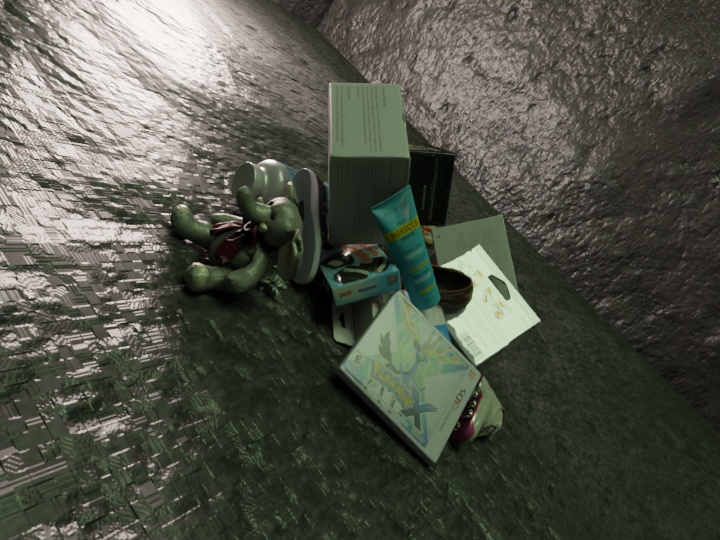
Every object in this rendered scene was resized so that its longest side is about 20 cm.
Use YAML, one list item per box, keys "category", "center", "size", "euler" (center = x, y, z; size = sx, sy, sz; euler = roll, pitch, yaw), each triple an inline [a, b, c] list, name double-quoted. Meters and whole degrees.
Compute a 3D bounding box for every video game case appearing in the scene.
- category: "video game case"
  center: [0.080, 0.157, 0.873]
  size: [0.200, 0.022, 0.183]
  euler: [44, 52, -4]

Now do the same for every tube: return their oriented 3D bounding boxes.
- category: "tube"
  center: [0.080, -0.031, 0.933]
  size: [0.050, 0.077, 0.203]
  euler: [24, -38, 57]

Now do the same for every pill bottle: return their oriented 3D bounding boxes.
- category: "pill bottle"
  center: [-0.140, -0.136, 1.058]
  size: [0.198, 0.111, 0.112]
  euler: [15, 33, -48]

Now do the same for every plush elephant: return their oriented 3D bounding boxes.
- category: "plush elephant"
  center: [-0.152, -0.052, 0.819]
  size: [0.198, 0.156, 0.166]
  euler: [24, 27, -36]

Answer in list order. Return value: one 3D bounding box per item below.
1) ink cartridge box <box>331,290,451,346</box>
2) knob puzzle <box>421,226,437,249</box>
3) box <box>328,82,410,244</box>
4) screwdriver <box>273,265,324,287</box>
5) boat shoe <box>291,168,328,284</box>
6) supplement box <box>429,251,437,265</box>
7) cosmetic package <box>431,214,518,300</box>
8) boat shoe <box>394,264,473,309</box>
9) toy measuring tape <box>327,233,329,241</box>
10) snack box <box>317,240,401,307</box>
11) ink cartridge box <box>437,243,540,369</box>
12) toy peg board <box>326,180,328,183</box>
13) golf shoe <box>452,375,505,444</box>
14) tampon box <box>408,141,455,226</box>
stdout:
- category: "ink cartridge box"
  center: [0.052, 0.088, 0.971]
  size: [0.196, 0.067, 0.117]
  euler: [21, 33, -21]
- category: "knob puzzle"
  center: [0.085, -0.087, 1.258]
  size: [0.214, 0.031, 0.221]
  euler: [15, 26, -7]
- category: "box"
  center: [0.007, -0.183, 0.986]
  size: [0.127, 0.202, 0.202]
  euler: [0, 50, -3]
- category: "screwdriver"
  center: [-0.066, 0.023, 1.003]
  size: [0.198, 0.029, 0.028]
  euler: [28, 24, -33]
- category: "boat shoe"
  center: [-0.085, -0.073, 0.986]
  size: [0.066, 0.069, 0.205]
  euler: [18, 62, -51]
- category: "supplement box"
  center: [0.203, 0.069, 1.238]
  size: [0.200, 0.127, 0.073]
  euler: [47, 24, 16]
- category: "cosmetic package"
  center: [0.233, 0.003, 1.156]
  size: [0.052, 0.147, 0.205]
  euler: [60, 20, -80]
- category: "boat shoe"
  center: [0.113, 0.016, 1.037]
  size: [0.195, 0.072, 0.077]
  euler: [6, 62, -1]
- category: "toy measuring tape"
  center: [0.000, 0.000, 1.105]
  size: [0.201, 0.074, 0.073]
  euler: [53, 25, 22]
- category: "snack box"
  center: [-0.014, -0.008, 0.983]
  size: [0.200, 0.113, 0.038]
  euler: [-126, -157, -63]
- category: "ink cartridge box"
  center: [0.216, 0.068, 1.088]
  size: [0.171, 0.044, 0.202]
  euler: [-27, 68, -22]
- category: "toy peg board"
  center: [-0.008, -0.175, 1.411]
  size: [0.201, 0.097, 0.200]
  euler: [56, 23, -6]
- category: "golf shoe"
  center: [0.212, 0.254, 0.986]
  size: [0.092, 0.075, 0.200]
  euler: [46, 23, 5]
- category: "tampon box"
  center: [0.102, -0.192, 1.216]
  size: [0.123, 0.154, 0.200]
  euler: [1, 17, -14]
